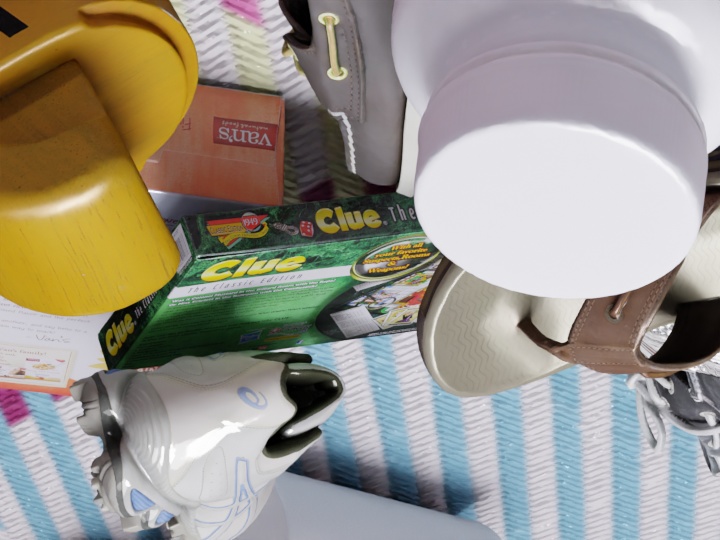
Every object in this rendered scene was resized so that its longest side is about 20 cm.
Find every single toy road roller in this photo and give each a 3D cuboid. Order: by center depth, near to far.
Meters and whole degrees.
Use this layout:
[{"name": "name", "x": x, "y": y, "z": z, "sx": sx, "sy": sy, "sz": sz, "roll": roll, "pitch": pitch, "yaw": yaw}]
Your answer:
[{"name": "toy road roller", "x": -0.151, "y": -0.041, "z": 0.948, "sx": 0.200, "sy": 0.146, "sz": 0.123, "roll": -29, "pitch": 149, "yaw": -4}]

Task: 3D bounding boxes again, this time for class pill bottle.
[{"name": "pill bottle", "x": 0.068, "y": -0.096, "z": 0.803, "sx": 0.110, "sy": 0.200, "sz": 0.111, "roll": 7, "pitch": 144, "yaw": 5}]

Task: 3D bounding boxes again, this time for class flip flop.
[{"name": "flip flop", "x": 0.116, "y": 0.005, "z": 0.969, "sx": 0.199, "sy": 0.058, "sz": 0.081, "roll": -12, "pitch": 129, "yaw": 10}]

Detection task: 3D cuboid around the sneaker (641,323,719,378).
[{"name": "sneaker", "x": 0.110, "y": -0.004, "z": 1.050, "sx": 0.200, "sy": 0.078, "sz": 0.082, "roll": 33, "pitch": 124, "yaw": -6}]

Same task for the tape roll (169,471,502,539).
[{"name": "tape roll", "x": -0.021, "y": 0.212, "z": 1.391, "sx": 0.139, "sy": 0.203, "sz": 0.203, "roll": 16, "pitch": 149, "yaw": -23}]

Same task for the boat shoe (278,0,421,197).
[{"name": "boat shoe", "x": 0.001, "y": -0.100, "z": 0.956, "sx": 0.060, "sy": 0.072, "sz": 0.201, "roll": 6, "pitch": 145, "yaw": 4}]

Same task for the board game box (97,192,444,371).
[{"name": "board game box", "x": 0.000, "y": 0.000, "z": 1.106, "sx": 0.199, "sy": 0.024, "sz": 0.105, "roll": -7, "pitch": 158, "yaw": -30}]

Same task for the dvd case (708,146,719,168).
[{"name": "dvd case", "x": 0.157, "y": -0.068, "z": 0.963, "sx": 0.199, "sy": 0.016, "sz": 0.149, "roll": 21, "pitch": 122, "yaw": -16}]

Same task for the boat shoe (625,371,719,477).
[{"name": "boat shoe", "x": 0.152, "y": 0.043, "z": 1.195, "sx": 0.068, "sy": 0.074, "sz": 0.199, "roll": -21, "pitch": 155, "yaw": 12}]

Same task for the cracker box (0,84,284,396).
[{"name": "cracker box", "x": -0.118, "y": -0.012, "z": 1.137, "sx": 0.133, "sy": 0.058, "sz": 0.200, "roll": 8, "pitch": 152, "yaw": -13}]

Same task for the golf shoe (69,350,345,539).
[{"name": "golf shoe", "x": -0.047, "y": 0.071, "z": 1.123, "sx": 0.097, "sy": 0.079, "sz": 0.200, "roll": -18, "pitch": 174, "yaw": 9}]
